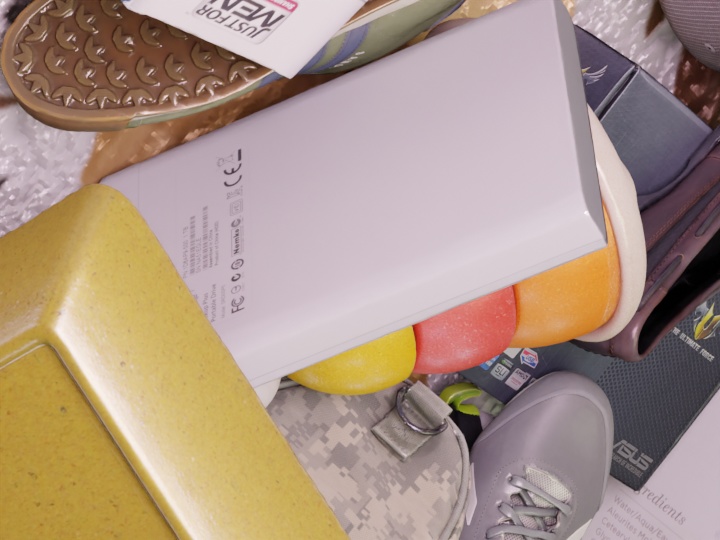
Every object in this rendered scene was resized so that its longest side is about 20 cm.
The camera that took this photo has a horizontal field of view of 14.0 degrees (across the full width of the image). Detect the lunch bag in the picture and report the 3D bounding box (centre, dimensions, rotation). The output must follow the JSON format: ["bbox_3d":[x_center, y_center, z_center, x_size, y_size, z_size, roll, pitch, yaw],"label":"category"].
[{"bbox_3d":[-0.048,0.141,1.225,0.168,0.139,0.200,-31,161,-41],"label":"lunch bag"}]

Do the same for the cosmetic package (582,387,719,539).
[{"bbox_3d":[0.211,0.171,1.477,0.165,0.165,0.200,15,108,-47],"label":"cosmetic package"}]

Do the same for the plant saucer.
[{"bbox_3d":[-0.121,0.099,1.079,0.200,0.200,0.048,-30,-173,23],"label":"plant saucer"}]

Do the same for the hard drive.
[{"bbox_3d":[-0.008,-0.023,1.108,0.200,0.132,0.027,-22,130,17],"label":"hard drive"}]

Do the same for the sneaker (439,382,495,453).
[{"bbox_3d":[0.003,0.138,1.364,0.083,0.072,0.200,32,94,-29],"label":"sneaker"}]

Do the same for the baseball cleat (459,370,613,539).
[{"bbox_3d":[0.065,0.141,1.287,0.070,0.106,0.200,28,90,-20],"label":"baseball cleat"}]

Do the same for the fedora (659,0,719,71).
[{"bbox_3d":[0.181,-0.150,1.255,0.177,0.090,0.200,-58,145,-25],"label":"fedora"}]

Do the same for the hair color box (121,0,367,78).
[{"bbox_3d":[0.001,-0.165,1.012,0.200,0.061,0.100,-45,146,18],"label":"hair color box"}]

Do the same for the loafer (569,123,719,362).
[{"bbox_3d":[0.167,-0.020,1.302,0.200,0.063,0.072,-33,134,-22],"label":"loafer"}]

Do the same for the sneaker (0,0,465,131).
[{"bbox_3d":[-0.038,-0.095,1.140,0.200,0.067,0.090,-22,168,-4],"label":"sneaker"}]

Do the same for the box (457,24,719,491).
[{"bbox_3d":[0.114,-0.001,1.355,0.158,0.051,0.200,-53,138,2],"label":"box"}]

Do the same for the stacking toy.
[{"bbox_3d":[0.000,0.000,1.173,0.200,0.146,0.146,-28,134,-20],"label":"stacking toy"}]
